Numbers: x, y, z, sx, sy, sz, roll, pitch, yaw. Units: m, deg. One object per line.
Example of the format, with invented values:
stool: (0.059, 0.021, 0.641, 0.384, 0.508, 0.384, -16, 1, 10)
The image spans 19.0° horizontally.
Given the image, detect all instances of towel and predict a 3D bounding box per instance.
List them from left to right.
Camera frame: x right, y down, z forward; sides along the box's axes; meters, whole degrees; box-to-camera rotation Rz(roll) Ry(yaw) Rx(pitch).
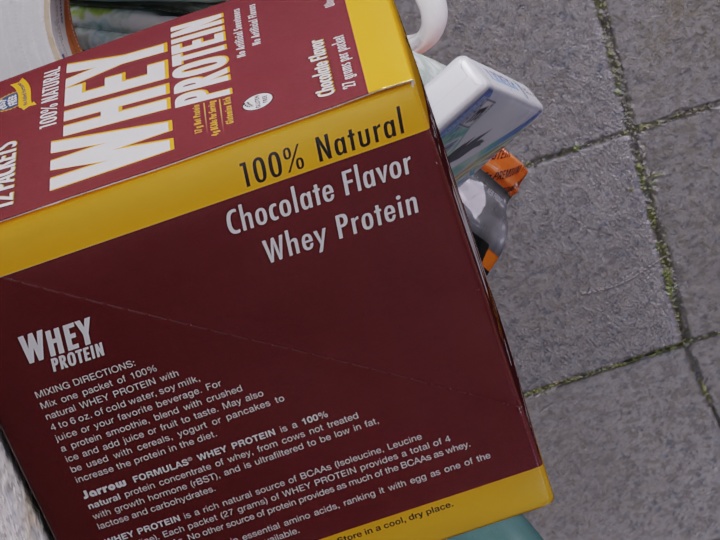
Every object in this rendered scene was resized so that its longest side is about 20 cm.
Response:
towel: (-0.058, -0.111, 1.112, 0.171, 0.199, 0.048, 9, 93, -57)

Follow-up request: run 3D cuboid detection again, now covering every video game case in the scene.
video game case: (-0.002, -0.024, 1.044, 0.022, 0.200, 0.182, 49, 10, 8)

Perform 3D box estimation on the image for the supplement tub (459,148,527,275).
supplement tub: (0.000, 0.000, 1.209, 0.122, 0.201, 0.123, 33, 1, -1)

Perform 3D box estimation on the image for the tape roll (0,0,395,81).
tape roll: (-0.083, -0.117, 0.954, 0.066, 0.199, 0.201, -86, 158, -79)

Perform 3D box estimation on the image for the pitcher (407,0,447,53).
pitcher: (-0.051, -0.189, 1.233, 0.201, 0.171, 0.121, 57, 44, -11)

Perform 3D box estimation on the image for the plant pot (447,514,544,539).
plant pot: (0.027, 0.202, 1.245, 0.161, 0.200, 0.201, 60, 4, -2)

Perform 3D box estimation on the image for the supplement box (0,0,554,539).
supplement box: (-0.048, 0.011, 0.881, 0.133, 0.196, 0.201, -102, 173, -60)
